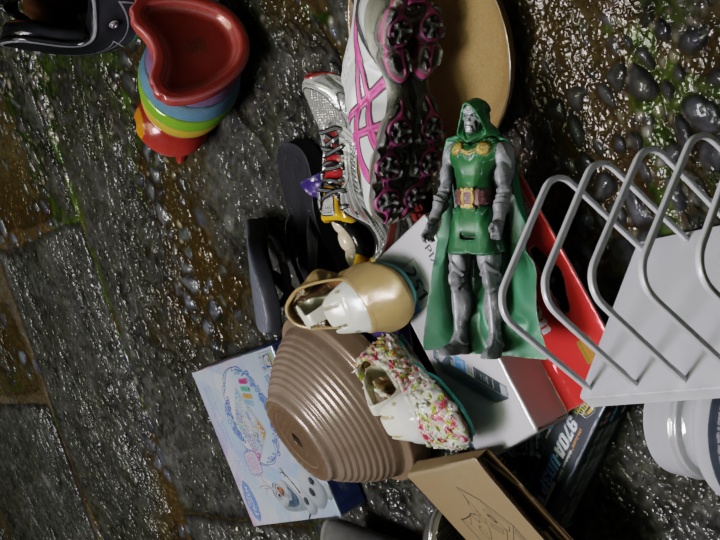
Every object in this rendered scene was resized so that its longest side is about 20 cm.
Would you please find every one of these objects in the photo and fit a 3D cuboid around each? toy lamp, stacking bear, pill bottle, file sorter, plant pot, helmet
[{"bbox_3d":[0.000,0.000,1.304,0.058,0.058,0.202,-24,88,55],"label":"toy lamp"},{"bbox_3d":[-0.186,-0.186,1.406,0.200,0.112,0.123,124,130,-63],"label":"stacking bear"},{"bbox_3d":[0.295,0.107,0.915,0.199,0.119,0.121,3,111,52],"label":"pill bottle"},{"bbox_3d":[0.209,-0.004,0.915,0.124,0.140,0.199,38,153,-24],"label":"file sorter"},{"bbox_3d":[-0.029,0.141,1.341,0.201,0.092,0.202,42,155,25],"label":"plant pot"},{"bbox_3d":[0.062,-0.192,1.141,0.199,0.027,0.202,29,129,41],"label":"plant pot"},{"bbox_3d":[-0.284,-0.314,1.390,0.188,0.200,0.202,-7,108,12],"label":"helmet"}]

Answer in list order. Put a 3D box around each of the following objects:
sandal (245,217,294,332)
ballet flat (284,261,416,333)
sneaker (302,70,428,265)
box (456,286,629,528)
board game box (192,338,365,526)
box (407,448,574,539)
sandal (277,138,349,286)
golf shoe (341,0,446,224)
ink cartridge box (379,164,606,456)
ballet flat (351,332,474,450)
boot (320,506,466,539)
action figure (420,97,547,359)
[{"bbox_3d":[-0.090,-0.005,1.367,0.201,0.042,0.077,-105,9,-64],"label":"sandal"},{"bbox_3d":[-0.013,0.034,1.206,0.069,0.063,0.200,62,159,-8],"label":"ballet flat"},{"bbox_3d":[-0.004,-0.084,1.209,0.078,0.082,0.202,2,120,64],"label":"sneaker"},{"bbox_3d":[0.147,0.113,1.178,0.159,0.046,0.201,45,139,30],"label":"box"},{"bbox_3d":[-0.098,0.187,1.547,0.198,0.043,0.202,-20,92,54],"label":"board game box"},{"bbox_3d":[0.127,0.228,1.201,0.164,0.021,0.200,47,162,-2],"label":"box"},{"bbox_3d":[-0.054,-0.030,1.369,0.076,0.043,0.202,-2,107,53],"label":"sandal"},{"bbox_3d":[0.023,-0.142,1.142,0.092,0.072,0.203,27,119,50],"label":"golf shoe"},{"bbox_3d":[0.111,0.036,1.108,0.202,0.044,0.176,62,146,10],"label":"ink cartridge box"},{"bbox_3d":[0.041,0.114,1.172,0.076,0.063,0.200,64,174,-20],"label":"ballet flat"},{"bbox_3d":[0.039,0.290,1.399,0.199,0.072,0.184,20,124,47],"label":"boot"},{"bbox_3d":[0.090,-0.033,1.059,0.117,0.054,0.203,1,92,35],"label":"action figure"}]
